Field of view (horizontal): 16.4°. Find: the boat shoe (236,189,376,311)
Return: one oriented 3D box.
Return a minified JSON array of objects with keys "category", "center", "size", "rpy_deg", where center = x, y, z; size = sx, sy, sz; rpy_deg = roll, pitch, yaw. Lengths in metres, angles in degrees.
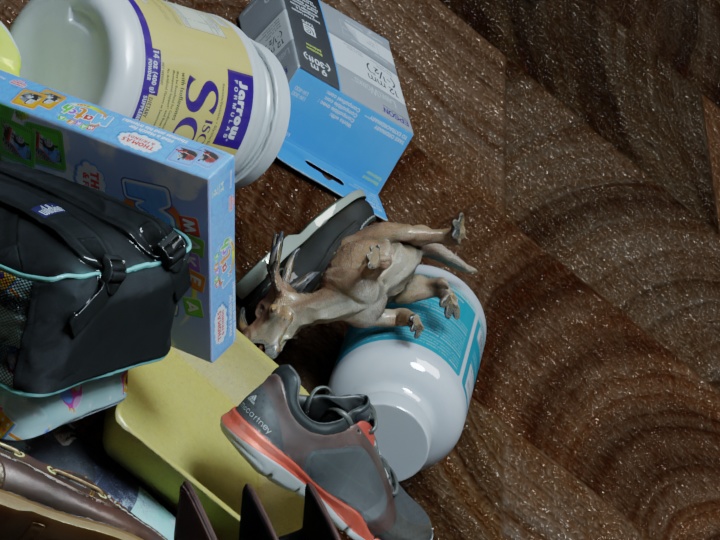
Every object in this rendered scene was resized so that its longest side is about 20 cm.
[{"category":"boat shoe","center":[-0.034,-0.006,2.015],"size":[0.061,0.072,0.201],"rpy_deg":[47,34,2]}]

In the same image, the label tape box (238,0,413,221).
[{"category":"label tape box","center":[-0.026,-0.156,2.240],"size":[0.143,0.066,0.201],"rpy_deg":[28,30,-34]}]

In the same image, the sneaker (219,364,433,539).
[{"category":"sneaker","center":[-0.005,0.131,1.725],"size":[0.200,0.082,0.077],"rpy_deg":[36,4,-38]}]

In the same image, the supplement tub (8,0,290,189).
[{"category":"supplement tub","center":[-0.163,-0.136,1.909],"size":[0.199,0.145,0.146],"rpy_deg":[11,44,-50]}]

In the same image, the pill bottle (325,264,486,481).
[{"category":"pill bottle","center":[0.034,0.084,1.942],"size":[0.111,0.111,0.200],"rpy_deg":[42,26,-11]}]

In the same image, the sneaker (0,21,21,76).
[{"category":"sneaker","center":[-0.278,-0.107,1.797],"size":[0.105,0.076,0.200],"rpy_deg":[-2,46,-43]}]

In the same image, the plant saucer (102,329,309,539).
[{"category":"plant saucer","center":[-0.111,0.108,1.740],"size":[0.200,0.048,0.201],"rpy_deg":[42,25,-27]}]

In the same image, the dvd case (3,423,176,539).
[{"category":"dvd case","center":[-0.191,0.172,1.578],"size":[0.146,0.022,0.200],"rpy_deg":[43,27,-9]}]

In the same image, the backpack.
[{"category":"backpack","center":[-0.230,0.010,1.575],"size":[0.199,0.154,0.176],"rpy_deg":[28,24,21]}]

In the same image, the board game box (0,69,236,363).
[{"category":"board game box","center":[-0.174,-0.038,1.657],"size":[0.199,0.152,0.037],"rpy_deg":[20,40,23]}]

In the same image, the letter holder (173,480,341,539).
[{"category":"letter holder","center":[-0.039,0.228,1.559],"size":[0.100,0.142,0.201],"rpy_deg":[-16,58,-16]}]

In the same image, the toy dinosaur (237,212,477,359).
[{"category":"toy dinosaur","center":[0.000,0.000,1.910],"size":[0.200,0.135,0.086],"rpy_deg":[-26,114,-45]}]

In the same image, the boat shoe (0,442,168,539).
[{"category":"boat shoe","center":[-0.186,0.148,1.514],"size":[0.199,0.070,0.071],"rpy_deg":[31,34,-30]}]
